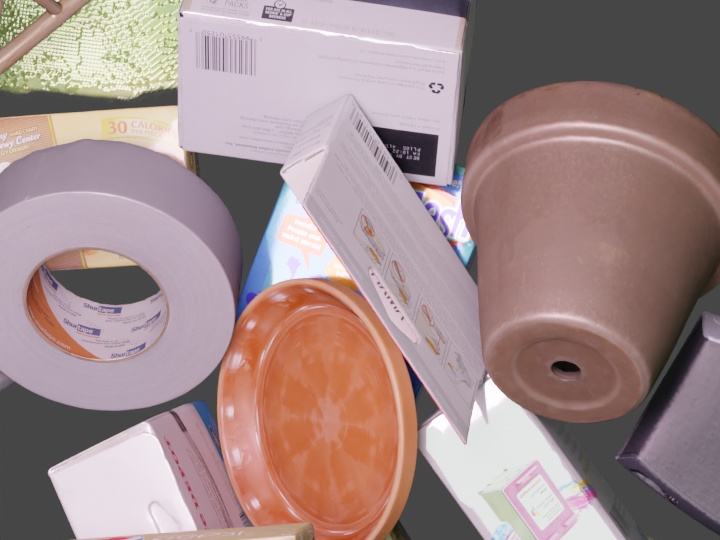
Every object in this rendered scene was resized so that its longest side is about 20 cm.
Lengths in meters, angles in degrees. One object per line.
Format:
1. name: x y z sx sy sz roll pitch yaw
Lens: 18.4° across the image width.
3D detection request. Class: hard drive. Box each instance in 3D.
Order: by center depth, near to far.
1. hard drive: 0.288 0.131 1.509 0.199 0.042 0.135 31 96 5

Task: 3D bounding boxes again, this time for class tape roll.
1. tape roll: -0.185 0.005 1.599 0.198 0.066 0.201 2 128 3

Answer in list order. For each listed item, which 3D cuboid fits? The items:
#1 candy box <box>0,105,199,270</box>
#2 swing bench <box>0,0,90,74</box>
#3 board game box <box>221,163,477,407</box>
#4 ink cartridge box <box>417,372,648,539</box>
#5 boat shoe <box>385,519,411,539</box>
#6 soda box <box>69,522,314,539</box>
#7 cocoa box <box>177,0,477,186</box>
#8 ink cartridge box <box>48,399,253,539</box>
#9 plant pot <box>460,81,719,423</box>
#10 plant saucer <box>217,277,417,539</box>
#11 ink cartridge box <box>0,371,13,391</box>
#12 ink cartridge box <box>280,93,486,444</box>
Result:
1. candy box: -0.220 -0.059 1.661 0.198 0.055 0.117 -3 91 8
2. swing bench: -0.339 -0.200 1.607 0.200 0.130 0.199 -48 64 5
3. board game box: 0.000 0.000 1.640 0.151 0.045 0.201 21 93 7
4. ink cartridge box: 0.129 0.164 1.577 0.084 0.145 0.201 -35 87 7
5. boat shoe: -0.003 0.195 1.631 0.066 0.072 0.202 -31 92 1
6. soda box: -0.129 0.205 1.447 0.198 0.068 0.065 -6 90 9
7. cocoa box: -0.021 -0.161 1.570 0.198 0.134 0.132 8 47 4
8. ink cartridge box: -0.135 0.179 1.582 0.084 0.200 0.145 -25 87 7
9. plant pot: 0.152 0.000 1.501 0.199 0.201 0.175 13 51 7
10. plant saucer: -0.028 0.105 1.563 0.199 0.032 0.202 7 99 48
11. ink cartridge box: -0.333 0.030 1.604 0.050 0.200 0.161 -38 86 6
12. ink cartridge box: 0.016 0.004 1.476 0.043 0.174 0.201 -26 109 24
